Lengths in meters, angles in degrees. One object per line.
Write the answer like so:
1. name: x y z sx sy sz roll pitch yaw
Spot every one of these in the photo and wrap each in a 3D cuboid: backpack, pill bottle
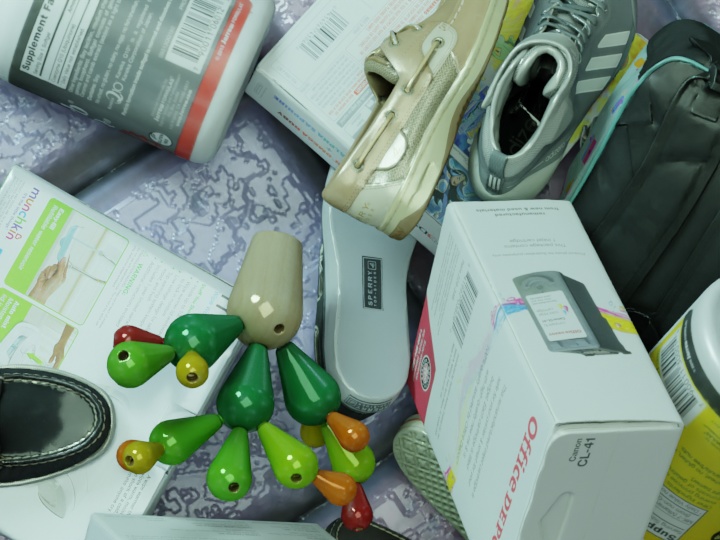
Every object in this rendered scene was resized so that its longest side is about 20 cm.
1. backpack: 0.210 -0.036 1.660 0.175 0.153 0.201 29 109 -3
2. pill bottle: 0.200 0.100 1.600 0.114 0.200 0.115 17 48 -20
3. pill bottle: -0.163 -0.155 1.667 0.199 0.116 0.116 23 82 -2

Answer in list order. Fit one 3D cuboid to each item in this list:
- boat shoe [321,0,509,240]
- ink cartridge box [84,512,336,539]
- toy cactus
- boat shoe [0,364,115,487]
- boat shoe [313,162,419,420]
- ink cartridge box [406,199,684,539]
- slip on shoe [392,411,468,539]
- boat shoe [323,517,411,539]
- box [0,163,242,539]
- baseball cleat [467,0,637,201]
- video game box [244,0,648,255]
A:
1. boat shoe: 0.036 -0.119 1.625 0.064 0.071 0.201 24 68 -8
2. ink cartridge box: -0.050 0.199 1.537 0.162 0.200 0.050 6 108 -32
3. toy cactus: -0.065 0.061 1.582 0.199 0.102 0.166 22 65 -25
4. boat shoe: -0.243 0.085 1.564 0.199 0.060 0.074 5 82 -3
5. boat shoe: 0.000 0.000 1.687 0.068 0.057 0.201 13 63 -16
6. ink cartridge box: 0.101 0.075 1.564 0.085 0.148 0.200 -2 41 -20
7. slip on shoe: 0.104 0.159 1.680 0.200 0.074 0.061 50 52 -3
8. boat shoe: 0.066 0.202 1.655 0.199 0.065 0.073 30 39 1
9. box: -0.183 0.068 1.647 0.176 0.097 0.201 28 81 -2
10. baseball cleat: 0.125 -0.132 1.636 0.069 0.107 0.201 20 64 5
11. video game box: 0.058 -0.127 1.697 0.182 0.047 0.200 40 66 2
